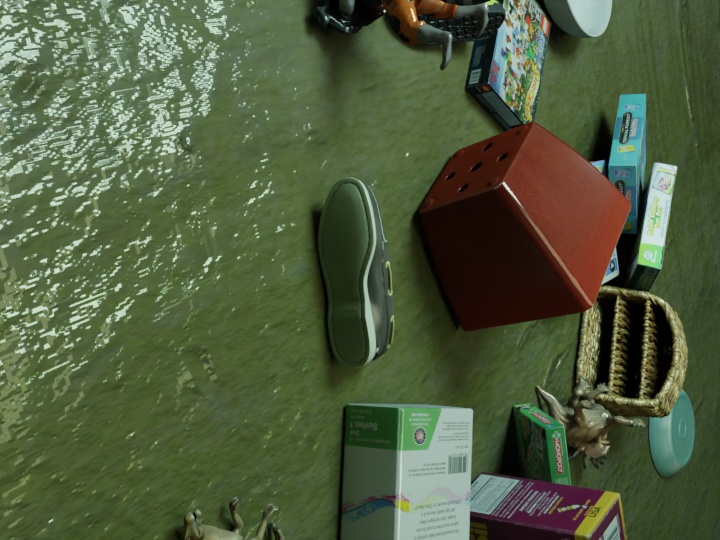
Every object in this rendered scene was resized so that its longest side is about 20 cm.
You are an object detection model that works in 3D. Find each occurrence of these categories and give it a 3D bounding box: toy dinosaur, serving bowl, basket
[{"bbox_3d":[-0.102,0.285,0.760,0.101,0.058,0.201,-36,107,-29],"label":"toy dinosaur"},{"bbox_3d":[0.344,0.246,1.277,0.199,0.136,0.086,18,31,-27],"label":"toy dinosaur"},{"bbox_3d":[0.341,-0.475,1.326,0.200,0.066,0.201,6,82,-50],"label":"serving bowl"},{"bbox_3d":[0.460,0.136,1.367,0.149,0.142,0.201,34,62,-45],"label":"basket"}]

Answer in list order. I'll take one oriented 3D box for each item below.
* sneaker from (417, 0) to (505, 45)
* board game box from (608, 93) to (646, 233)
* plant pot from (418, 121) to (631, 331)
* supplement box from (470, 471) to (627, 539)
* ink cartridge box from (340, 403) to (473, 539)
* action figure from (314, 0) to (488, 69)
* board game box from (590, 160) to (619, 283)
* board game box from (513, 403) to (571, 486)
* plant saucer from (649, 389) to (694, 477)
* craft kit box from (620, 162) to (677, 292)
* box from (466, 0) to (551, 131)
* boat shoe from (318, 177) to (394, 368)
[{"bbox_3d":[0.105,-0.342,1.050,0.199,0.072,0.083,-9,61,-46],"label":"sneaker"},{"bbox_3d":[0.468,-0.188,1.425,0.151,0.047,0.201,72,31,-42],"label":"board game box"},{"bbox_3d":[0.191,-0.065,1.032,0.176,0.199,0.200,49,51,-22],"label":"plant pot"},{"bbox_3d":[0.223,0.345,1.019,0.103,0.199,0.132,-27,108,-47],"label":"supplement box"},{"bbox_3d":[0.053,0.253,0.912,0.144,0.084,0.201,12,78,-49],"label":"ink cartridge box"},{"bbox_3d":[0.055,-0.323,0.890,0.193,0.105,0.200,36,59,5],"label":"action figure"},{"bbox_3d":[0.341,-0.066,1.306,0.200,0.056,0.197,-18,101,-50],"label":"board game box"},{"bbox_3d":[0.256,0.298,1.130,0.029,0.135,0.201,-8,95,-6],"label":"board game box"},{"bbox_3d":[0.640,0.321,1.657,0.199,0.036,0.201,4,85,-50],"label":"plant saucer"},{"bbox_3d":[0.505,-0.055,1.440,0.200,0.048,0.198,74,33,-65],"label":"craft kit box"},{"bbox_3d":[0.220,-0.318,1.191,0.136,0.038,0.201,32,63,-44],"label":"box"},{"bbox_3d":[0.000,0.000,0.881,0.060,0.071,0.203,-13,104,-54],"label":"boat shoe"}]
